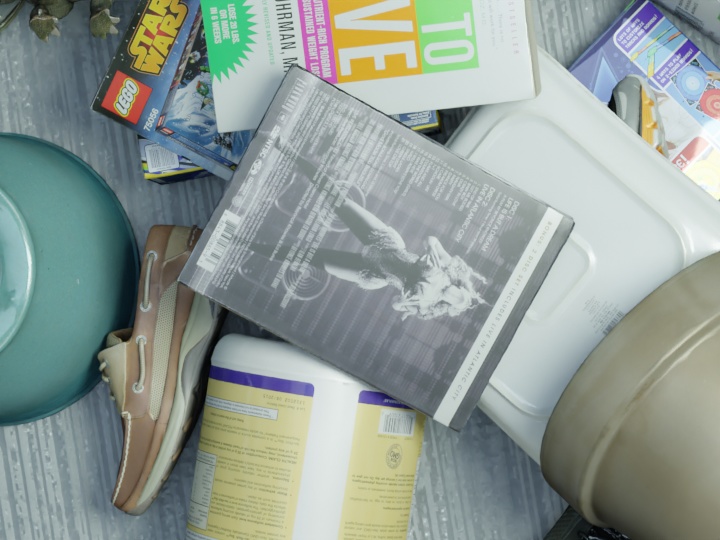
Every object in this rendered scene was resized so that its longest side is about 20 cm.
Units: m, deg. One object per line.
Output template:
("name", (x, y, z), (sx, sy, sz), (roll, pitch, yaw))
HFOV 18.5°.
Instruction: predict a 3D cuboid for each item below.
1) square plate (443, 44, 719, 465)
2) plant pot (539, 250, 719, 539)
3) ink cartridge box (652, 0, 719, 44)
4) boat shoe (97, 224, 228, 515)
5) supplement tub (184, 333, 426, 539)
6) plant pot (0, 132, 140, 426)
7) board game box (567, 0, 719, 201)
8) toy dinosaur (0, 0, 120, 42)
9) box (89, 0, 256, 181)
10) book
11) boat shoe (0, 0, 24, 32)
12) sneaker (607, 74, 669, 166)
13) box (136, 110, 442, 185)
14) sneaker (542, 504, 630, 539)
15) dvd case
("square plate", (0.113, -0.005, 1.373), (0.198, 0.028, 0.200), (42, 103, 11))
("plant pot", (0.237, 0.114, 1.319), (0.200, 0.200, 0.174), (-45, 60, 2))
("ink cartridge box", (0.203, -0.222, 1.411), (0.199, 0.146, 0.084), (33, 91, 5))
("boat shoe", (-0.135, 0.062, 1.456), (0.071, 0.076, 0.201), (18, 99, 2))
("supplement tub", (-0.038, 0.149, 1.418), (0.144, 0.145, 0.202), (9, 89, 5))
("plant pot", (-0.256, 0.003, 1.419), (0.198, 0.188, 0.202), (0, 88, 5))
("board game box", (0.164, -0.065, 1.464), (0.200, 0.034, 0.135), (-45, 86, 1))
("toy dinosaur", (-0.192, -0.194, 1.415), (0.199, 0.103, 0.077), (-22, 117, 20))
("box", (-0.068, -0.161, 1.392), (0.136, 0.040, 0.201), (28, 104, 1))
("book", (0.003, -0.162, 1.342), (0.198, 0.048, 0.135), (-6, 100, 12))
("boat shoe", (-0.241, -0.219, 1.485), (0.075, 0.068, 0.200), (45, 93, 1))
("sneaker", (0.153, -0.028, 1.410), (0.077, 0.078, 0.202), (8, 85, 17))
("box", (-0.048, -0.106, 1.465), (0.198, 0.070, 0.065), (-9, 88, 4))
("sneaker", (0.134, 0.204, 1.429), (0.066, 0.090, 0.200), (43, 92, 4))
("dvd case", (0.010, -0.013, 1.336), (0.199, 0.016, 0.149), (28, 94, -9))
